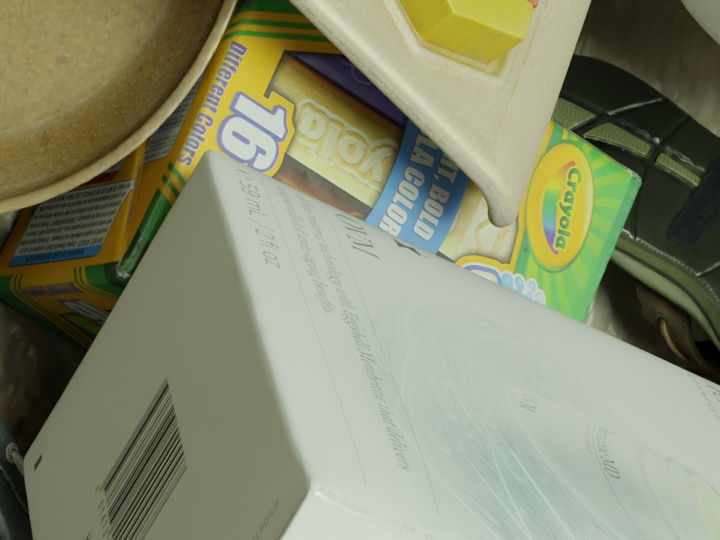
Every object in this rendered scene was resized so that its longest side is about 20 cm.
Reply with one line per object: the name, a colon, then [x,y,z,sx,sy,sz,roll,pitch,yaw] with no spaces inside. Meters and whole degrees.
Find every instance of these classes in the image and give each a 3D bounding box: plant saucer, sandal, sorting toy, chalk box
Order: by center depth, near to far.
sorting toy: [0.013,-0.139,0.848,0.200,0.036,0.185,47,39,-23]
plant saucer: [-0.127,-0.116,0.855,0.199,0.035,0.201,0,91,9]
chalk box: [0.000,0.000,0.914,0.200,0.125,0.124,32,72,-22]
sandal: [0.130,-0.003,1.008,0.201,0.057,0.080,42,64,10]

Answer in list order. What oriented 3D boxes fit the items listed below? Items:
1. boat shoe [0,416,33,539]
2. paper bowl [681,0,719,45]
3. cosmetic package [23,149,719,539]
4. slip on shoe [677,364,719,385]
boat shoe: [-0.105,0.078,0.881,0.062,0.073,0.200,-43,102,-20]
paper bowl: [0.179,-0.127,0.925,0.200,0.105,0.201,15,43,-14]
cosmetic package: [0.027,0.090,0.757,0.199,0.200,0.123,26,109,-22]
slip on shoe: [0.071,0.076,0.960,0.200,0.076,0.061,-9,97,-44]
